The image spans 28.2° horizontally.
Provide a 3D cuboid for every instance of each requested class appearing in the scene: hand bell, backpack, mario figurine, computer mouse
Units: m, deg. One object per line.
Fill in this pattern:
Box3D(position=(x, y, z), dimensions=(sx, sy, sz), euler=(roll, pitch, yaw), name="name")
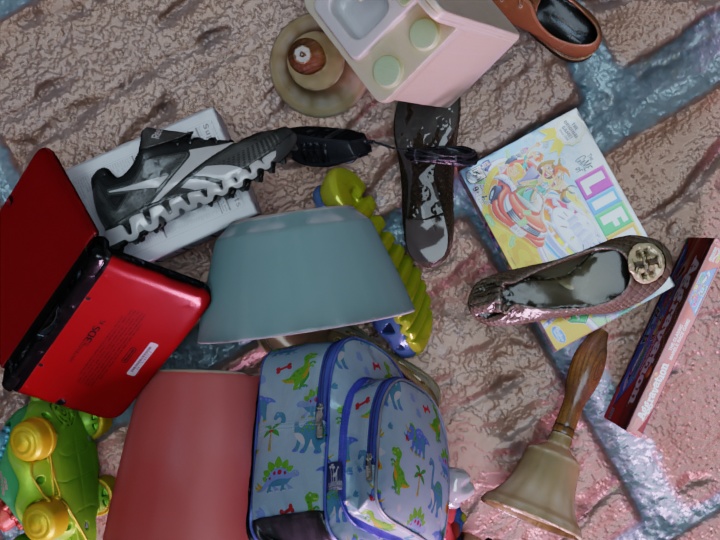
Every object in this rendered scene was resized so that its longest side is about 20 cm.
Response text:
Box3D(position=(0.204, 0.152, 1.411), dimensions=(0.103, 0.104, 0.201), euler=(24, 79, -3), name="hand bell")
Box3D(position=(-0.005, 0.163, 1.280), dimensions=(0.146, 0.183, 0.202), euler=(-15, 62, 24), name="backpack")
Box3D(position=(0.092, 0.246, 1.390), dimensions=(0.106, 0.123, 0.201), euler=(-36, 78, 16), name="mario figurine")
Box3D(position=(-0.046, -0.196, 1.327), dimensions=(0.103, 0.200, 0.105), euler=(0, 95, 4), name="hand bell")
Box3D(position=(0.016, -0.111, 1.388), dimensions=(0.198, 0.059, 0.034), euler=(9, 107, 19), name="computer mouse")

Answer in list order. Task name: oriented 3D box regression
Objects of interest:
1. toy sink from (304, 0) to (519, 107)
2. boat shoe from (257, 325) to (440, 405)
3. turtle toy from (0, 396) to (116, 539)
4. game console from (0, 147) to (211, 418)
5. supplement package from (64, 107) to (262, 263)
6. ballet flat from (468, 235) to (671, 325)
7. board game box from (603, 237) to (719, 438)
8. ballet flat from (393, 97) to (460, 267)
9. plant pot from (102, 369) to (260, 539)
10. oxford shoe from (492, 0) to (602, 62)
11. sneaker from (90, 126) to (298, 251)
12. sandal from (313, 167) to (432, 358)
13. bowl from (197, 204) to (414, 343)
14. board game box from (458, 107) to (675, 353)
Box3D(position=(0.037, -0.233, 1.308), dimensions=(0.112, 0.200, 0.131), euler=(-43, 76, 21), name="toy sink")
Box3D(position=(-0.009, 0.092, 1.407), dimensions=(0.199, 0.066, 0.075), euler=(23, 91, -2), name="boat shoe")
Box3D(position=(-0.303, 0.214, 1.375), dimensions=(0.100, 0.146, 0.202), euler=(-7, 91, 20), name="turtle toy")
Box3D(position=(-0.251, 0.017, 1.296), dimensions=(0.171, 0.119, 0.200), euler=(21, 131, -27), name="game console")
Box3D(position=(-0.206, -0.064, 1.374), dimensions=(0.199, 0.110, 0.115), euler=(-23, 92, -1), name="supplement package")
Box3D(position=(0.199, 0.011, 1.358), dimensions=(0.198, 0.046, 0.068), euler=(-11, 82, 1), name="ballet flat")
Box3D(position=(0.297, 0.062, 1.400), dimensions=(0.019, 0.103, 0.201), euler=(25, 90, -3), name="board game box")
Box3D(position=(0.069, -0.103, 1.420), dimensions=(0.067, 0.046, 0.202), euler=(-2, 86, 12), name="ballet flat")
Box3D(position=(-0.140, 0.187, 1.355), dimensions=(0.198, 0.200, 0.179), euler=(3, 81, -2), name="plant pot")
Box3D(position=(0.152, -0.274, 1.402), dimensions=(0.199, 0.071, 0.072), euler=(28, 92, -1), name="oxford shoe")
Box3D(position=(-0.155, -0.096, 1.286), dimensions=(0.199, 0.066, 0.091), euler=(-26, 95, 1), name="sneaker")
Box3D(position=(0.000, 0.000, 1.410), dimensions=(0.087, 0.079, 0.201), euler=(-27, 97, 28), name="sandal")
Box3D(position=(-0.055, 0.000, 1.297), dimensions=(0.199, 0.201, 0.106), euler=(-7, 90, -2), name="bowl")
Box3D(position=(0.201, -0.039, 1.413), dimensions=(0.134, 0.034, 0.201), euler=(-28, 83, -2), name="board game box")
